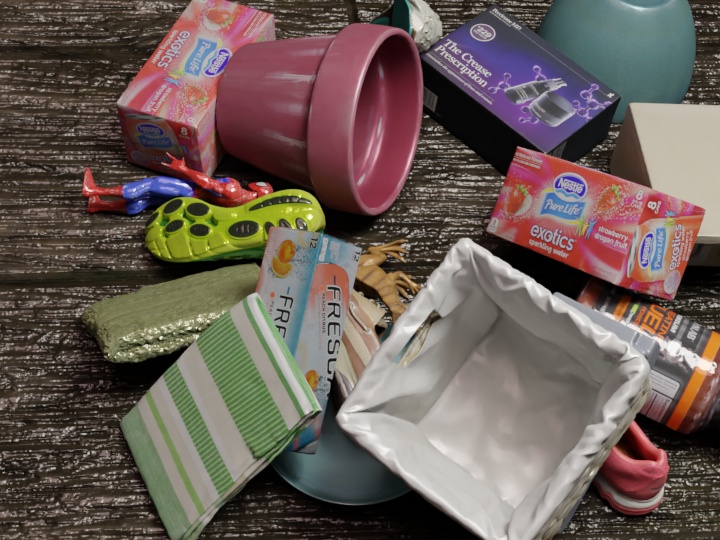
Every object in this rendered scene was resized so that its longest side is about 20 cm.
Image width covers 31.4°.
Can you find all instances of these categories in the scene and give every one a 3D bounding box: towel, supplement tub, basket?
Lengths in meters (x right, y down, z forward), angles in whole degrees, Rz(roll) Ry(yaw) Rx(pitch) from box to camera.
[{"bbox_3d":[-0.167,0.041,1.261,0.199,0.037,0.148,-15,18,-18],"label":"towel"},{"bbox_3d":[-0.131,0.135,1.163,0.023,0.200,0.153,16,35,-50],"label":"towel"},{"bbox_3d":[0.297,0.092,1.273,0.199,0.107,0.107,26,56,12],"label":"supplement tub"},{"bbox_3d":[0.125,0.115,1.106,0.200,0.161,0.199,35,91,23],"label":"basket"}]

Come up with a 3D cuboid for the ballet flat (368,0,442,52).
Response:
[{"bbox_3d":[0.058,-0.280,1.478,0.071,0.200,0.072,-1,96,-15],"label":"ballet flat"}]

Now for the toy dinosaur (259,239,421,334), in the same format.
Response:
[{"bbox_3d":[0.000,0.000,1.326,0.106,0.061,0.200,-13,30,-44],"label":"toy dinosaur"}]

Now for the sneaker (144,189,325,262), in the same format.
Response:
[{"bbox_3d":[-0.132,-0.035,1.343,0.199,0.084,0.074,-3,67,14],"label":"sneaker"}]

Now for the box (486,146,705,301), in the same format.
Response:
[{"bbox_3d":[0.236,-0.051,1.305,0.095,0.100,0.200,14,8,-38],"label":"box"}]

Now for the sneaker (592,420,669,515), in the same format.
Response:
[{"bbox_3d":[0.222,0.142,1.240,0.200,0.087,0.074,40,59,21],"label":"sneaker"}]

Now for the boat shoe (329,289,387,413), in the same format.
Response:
[{"bbox_3d":[-0.010,0.058,1.245,0.071,0.076,0.201,-15,65,-12],"label":"boat shoe"}]

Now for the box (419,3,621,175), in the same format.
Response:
[{"bbox_3d":[0.178,-0.203,1.494,0.200,0.079,0.141,41,57,22],"label":"box"}]

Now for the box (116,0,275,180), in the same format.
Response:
[{"bbox_3d":[-0.178,-0.206,1.440,0.102,0.095,0.200,19,54,14],"label":"box"}]

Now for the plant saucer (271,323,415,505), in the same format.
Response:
[{"bbox_3d":[-0.003,0.140,1.243,0.199,0.027,0.201,-2,55,2],"label":"plant saucer"}]

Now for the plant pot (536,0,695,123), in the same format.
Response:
[{"bbox_3d":[0.317,-0.296,1.540,0.199,0.135,0.201,3,54,-4],"label":"plant pot"}]

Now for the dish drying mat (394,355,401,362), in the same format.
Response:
[{"bbox_3d":[0.105,0.080,1.316,0.077,0.018,0.200,38,60,23],"label":"dish drying mat"}]

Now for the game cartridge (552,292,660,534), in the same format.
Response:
[{"bbox_3d":[0.180,0.128,1.205,0.133,0.040,0.201,29,89,33],"label":"game cartridge"}]

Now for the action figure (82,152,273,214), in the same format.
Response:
[{"bbox_3d":[-0.193,-0.086,1.374,0.199,0.066,0.052,4,61,-2],"label":"action figure"}]

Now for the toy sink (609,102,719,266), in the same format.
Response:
[{"bbox_3d":[0.360,-0.075,1.399,0.130,0.112,0.201,0,49,-6],"label":"toy sink"}]

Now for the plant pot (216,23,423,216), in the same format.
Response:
[{"bbox_3d":[-0.049,-0.172,1.387,0.178,0.200,0.200,12,52,21],"label":"plant pot"}]

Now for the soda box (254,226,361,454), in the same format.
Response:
[{"bbox_3d":[-0.062,0.064,1.180,0.068,0.063,0.201,10,86,38],"label":"soda box"}]
